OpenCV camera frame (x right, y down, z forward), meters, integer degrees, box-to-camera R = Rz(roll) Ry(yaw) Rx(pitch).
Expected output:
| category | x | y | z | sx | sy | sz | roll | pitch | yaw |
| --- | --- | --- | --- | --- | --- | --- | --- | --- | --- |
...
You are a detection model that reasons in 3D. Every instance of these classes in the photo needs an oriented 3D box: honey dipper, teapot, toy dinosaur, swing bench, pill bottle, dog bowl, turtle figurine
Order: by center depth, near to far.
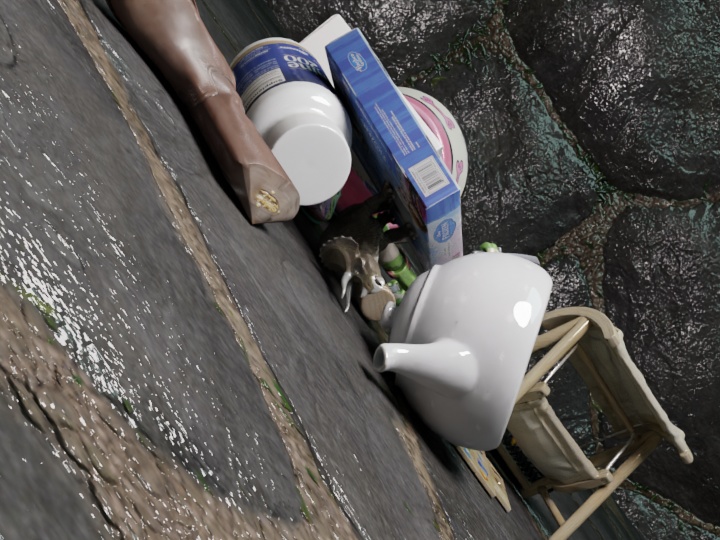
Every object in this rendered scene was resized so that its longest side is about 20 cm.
| category | x | y | z | sx | sy | sz | roll | pitch | yaw |
| --- | --- | --- | --- | --- | --- | --- | --- | --- | --- |
| teapot | 0.089 | 0.063 | 1.201 | 0.144 | 0.199 | 0.201 | 19 | -28 | 8 |
| pill bottle | -0.069 | -0.146 | 1.256 | 0.111 | 0.110 | 0.201 | 50 | 8 | -32 |
| toy dinosaur | -0.006 | -0.035 | 1.274 | 0.078 | 0.101 | 0.200 | 62 | -6 | -16 |
| honey dipper | 0.000 | 0.000 | 1.375 | 0.038 | 0.038 | 0.200 | 51 | 4 | -23 |
| swing bench | 0.236 | 0.167 | 1.442 | 0.200 | 0.199 | 0.130 | 54 | 4 | -25 |
| turtle figurine | 0.083 | -0.006 | 1.484 | 0.143 | 0.201 | 0.195 | 10 | -36 | 38 |
| dog bowl | 0.034 | -0.135 | 1.611 | 0.201 | 0.199 | 0.074 | 55 | 14 | 8 |

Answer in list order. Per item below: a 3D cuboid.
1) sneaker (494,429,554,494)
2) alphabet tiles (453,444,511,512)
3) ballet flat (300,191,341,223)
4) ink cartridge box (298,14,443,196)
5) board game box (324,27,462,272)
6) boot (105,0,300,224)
| category | x | y | z | sx | sy | sz | roll | pitch | yaw |
| --- | --- | --- | --- | --- | --- | --- | --- | --- | --- |
| sneaker | 0.173 | 0.188 | 1.582 | 0.201 | 0.070 | 0.090 | 54 | -9 | -11 |
| alphabet tiles | 0.099 | 0.165 | 1.372 | 0.201 | 0.006 | 0.167 | 54 | 6 | -7 |
| ballet flat | -0.046 | -0.117 | 1.462 | 0.069 | 0.071 | 0.200 | 50 | 8 | -19 |
| ink cartridge box | 0.004 | -0.180 | 1.498 | 0.201 | 0.084 | 0.146 | 52 | -5 | 9 |
| board game box | 0.037 | -0.108 | 1.276 | 0.201 | 0.043 | 0.199 | 60 | -5 | 22 |
| boot | -0.128 | -0.141 | 1.065 | 0.186 | 0.064 | 0.202 | 41 | 19 | -56 |
